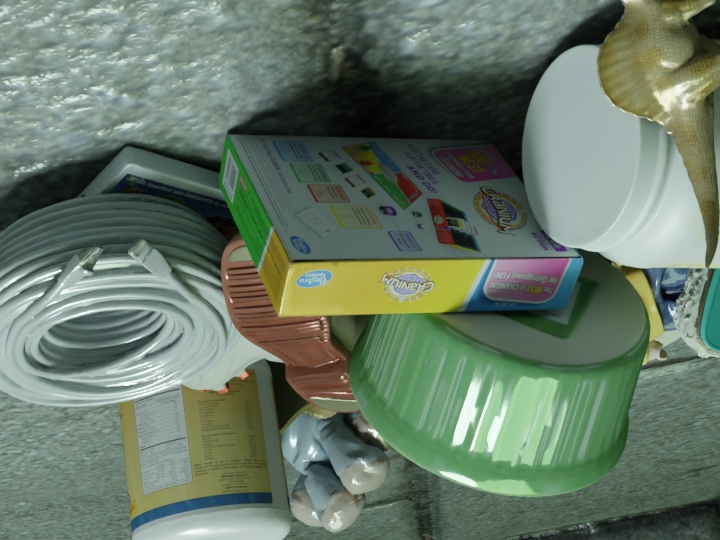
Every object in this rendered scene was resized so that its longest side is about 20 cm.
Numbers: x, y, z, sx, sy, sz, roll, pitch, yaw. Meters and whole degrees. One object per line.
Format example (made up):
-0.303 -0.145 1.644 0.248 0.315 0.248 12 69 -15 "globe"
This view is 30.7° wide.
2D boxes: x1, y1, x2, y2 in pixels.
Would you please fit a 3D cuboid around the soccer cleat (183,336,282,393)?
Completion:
-0.101 0.048 1.060 0.078 0.070 0.199 43 145 -22 "soccer cleat"

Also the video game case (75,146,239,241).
-0.163 -0.011 0.951 0.142 0.018 0.200 15 139 -41 "video game case"

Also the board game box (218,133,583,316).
0.023 -0.033 0.850 0.198 0.153 0.041 0 125 -22 "board game box"

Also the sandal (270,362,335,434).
-0.044 0.111 1.268 0.211 0.078 0.069 -41 149 20 "sandal"

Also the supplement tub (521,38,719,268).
0.218 -0.074 0.838 0.198 0.146 0.145 1 158 -27 "supplement tub"

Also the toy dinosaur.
0.184 -0.112 0.732 0.100 0.201 0.058 -25 -170 1 "toy dinosaur"

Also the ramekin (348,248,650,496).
0.098 0.048 0.887 0.198 0.200 0.098 -1 125 -23 "ramekin"

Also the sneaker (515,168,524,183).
0.180 -0.049 1.001 0.114 0.077 0.198 -13 169 41 "sneaker"

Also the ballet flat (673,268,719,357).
0.284 -0.034 0.995 0.071 0.202 0.072 20 -174 -2 "ballet flat"

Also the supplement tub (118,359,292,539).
-0.144 0.153 1.194 0.143 0.202 0.145 -9 160 -3 "supplement tub"

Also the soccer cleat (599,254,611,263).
0.103 0.009 1.059 0.198 0.074 0.068 -2 -154 10 "soccer cleat"

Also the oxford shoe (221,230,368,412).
-0.042 0.022 0.927 0.070 0.074 0.201 -2 144 20 "oxford shoe"

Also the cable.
-0.180 0.027 0.921 0.199 0.070 0.200 -26 150 21 "cable"

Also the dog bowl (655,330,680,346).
0.204 0.033 1.220 0.198 0.080 0.200 -9 160 -3 "dog bowl"

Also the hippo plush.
-0.060 0.155 1.348 0.160 0.202 0.159 26 145 -22 "hippo plush"

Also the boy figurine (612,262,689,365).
0.215 0.030 1.080 0.198 0.065 0.125 -18 121 0 "boy figurine"

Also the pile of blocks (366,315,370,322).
0.000 0.000 1.007 0.062 0.082 0.200 -32 163 -40 "pile of blocks"
